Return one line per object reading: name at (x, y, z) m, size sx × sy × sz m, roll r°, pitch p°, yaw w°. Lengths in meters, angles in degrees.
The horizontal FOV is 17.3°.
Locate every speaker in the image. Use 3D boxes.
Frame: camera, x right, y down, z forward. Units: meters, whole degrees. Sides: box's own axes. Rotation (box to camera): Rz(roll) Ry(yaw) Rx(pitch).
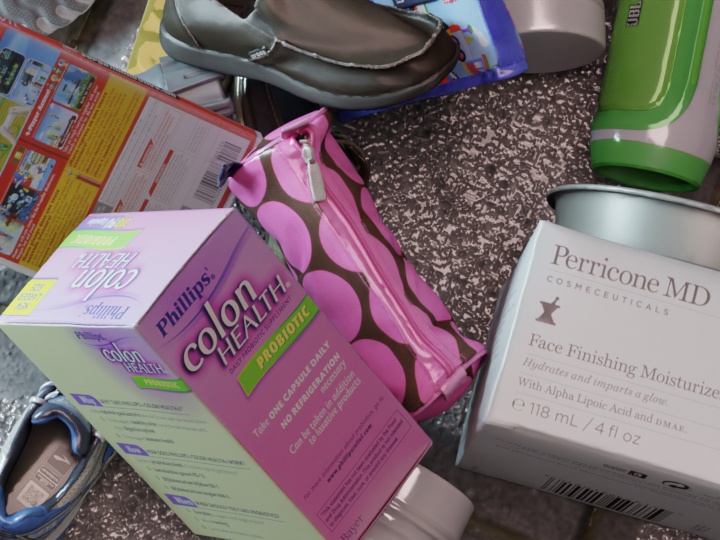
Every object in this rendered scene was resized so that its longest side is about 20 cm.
speaker at (0.206, -0.157, 1.557) m, size 0.088 × 0.088 × 0.201 m, roll 12°, pitch 83°, yaw 0°

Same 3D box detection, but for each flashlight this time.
flashlight at (-0.178, -0.086, 1.502) m, size 0.199 × 0.068 × 0.068 m, roll -16°, pitch 85°, yaw -1°

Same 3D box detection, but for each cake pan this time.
cake pan at (0.209, -0.007, 1.500) m, size 0.199 × 0.200 × 0.037 m, roll 16°, pitch 83°, yaw 1°

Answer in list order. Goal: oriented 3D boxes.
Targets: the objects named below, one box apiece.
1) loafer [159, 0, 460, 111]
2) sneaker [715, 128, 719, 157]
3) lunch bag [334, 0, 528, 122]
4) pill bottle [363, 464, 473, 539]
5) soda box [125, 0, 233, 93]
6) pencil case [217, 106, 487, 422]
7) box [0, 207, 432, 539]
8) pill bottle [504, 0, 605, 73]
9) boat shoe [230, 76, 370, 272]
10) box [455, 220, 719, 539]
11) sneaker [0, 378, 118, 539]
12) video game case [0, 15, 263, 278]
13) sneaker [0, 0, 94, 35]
loafer at (-0.037, -0.151, 1.450) m, size 0.199 × 0.072 × 0.073 m, roll 10°, pitch 43°, yaw 18°
sneaker at (0.248, -0.163, 1.608) m, size 0.088 × 0.077 × 0.201 m, roll -4°, pitch 73°, yaw 8°
lunch bag at (0.037, -0.187, 1.505) m, size 0.094 × 0.200 × 0.151 m, roll -25°, pitch 99°, yaw -25°
pill bottle at (-0.017, 0.212, 1.479) m, size 0.113 × 0.114 × 0.201 m, roll 28°, pitch 77°, yaw 3°
soda box at (-0.105, -0.174, 1.589) m, size 0.067 × 0.064 × 0.201 m, roll 16°, pitch 77°, yaw 2°
pencil case at (0.000, 0.000, 1.449) m, size 0.091 × 0.094 × 0.200 m, roll -35°, pitch 89°, yaw -27°
box at (-0.088, 0.066, 1.423) m, size 0.200 × 0.176 × 0.097 m, roll 49°, pitch 65°, yaw -24°
pill bottle at (0.116, -0.241, 1.589) m, size 0.119 × 0.120 × 0.201 m, roll 0°, pitch 76°, yaw -3°
boat shoe at (-0.027, -0.062, 1.552) m, size 0.073 × 0.074 × 0.201 m, roll -17°, pitch 84°, yaw 36°
box at (0.175, 0.075, 1.478) m, size 0.198 × 0.200 × 0.131 m, roll 15°, pitch 77°, yaw 1°
sneaker at (-0.175, 0.093, 1.512) m, size 0.077 × 0.085 × 0.201 m, roll 28°, pitch 76°, yaw 3°
video game case at (-0.178, -0.060, 1.470) m, size 0.199 × 0.017 × 0.143 m, roll 23°, pitch 105°, yaw -20°
sneaker at (-0.196, -0.232, 1.603) m, size 0.200 × 0.082 × 0.075 m, roll -43°, pitch 122°, yaw 1°
